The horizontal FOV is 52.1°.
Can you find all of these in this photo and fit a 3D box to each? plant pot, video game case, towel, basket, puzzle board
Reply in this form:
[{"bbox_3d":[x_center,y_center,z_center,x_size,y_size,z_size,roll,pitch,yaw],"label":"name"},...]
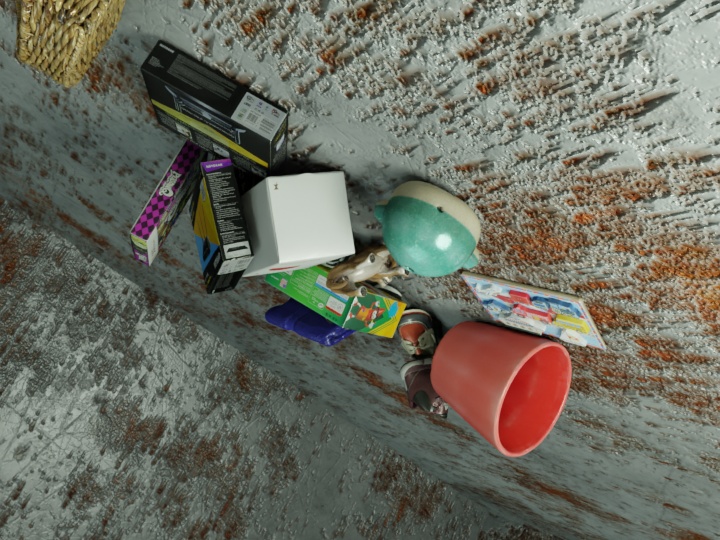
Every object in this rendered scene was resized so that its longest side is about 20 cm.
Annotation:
[{"bbox_3d":[0.226,0.182,1.235,0.176,0.202,0.200,24,164,45],"label":"plant pot"},{"bbox_3d":[-0.315,-0.118,1.221,0.035,0.202,0.181,29,162,-8],"label":"video game case"},{"bbox_3d":[-0.087,0.098,1.543,0.198,0.147,0.050,15,127,41],"label":"towel"},{"bbox_3d":[-0.365,-0.316,0.851,0.148,0.144,0.199,35,162,-20],"label":"basket"},{"bbox_3d":[0.260,0.064,1.115,0.198,0.018,0.151,15,157,40],"label":"puzzle board"}]

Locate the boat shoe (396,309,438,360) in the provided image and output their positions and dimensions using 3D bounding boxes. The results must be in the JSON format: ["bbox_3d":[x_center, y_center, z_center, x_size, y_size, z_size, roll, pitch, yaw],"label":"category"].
[{"bbox_3d":[0.110,0.133,1.407,0.070,0.064,0.200,-10,152,12],"label":"boat shoe"}]

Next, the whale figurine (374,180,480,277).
[{"bbox_3d":[0.081,-0.035,0.982,0.157,0.105,0.200,28,163,1],"label":"whale figurine"}]

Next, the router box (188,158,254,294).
[{"bbox_3d":[-0.217,-0.061,1.127,0.050,0.152,0.200,-11,168,-21],"label":"router box"}]

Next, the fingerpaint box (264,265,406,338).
[{"bbox_3d":[-0.044,0.040,1.308,0.198,0.074,0.166,28,-175,34],"label":"fingerpaint box"}]

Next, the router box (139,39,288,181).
[{"bbox_3d":[-0.196,-0.212,1.020,0.198,0.053,0.157,29,163,1],"label":"router box"}]

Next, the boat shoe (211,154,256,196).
[{"bbox_3d":[-0.208,-0.151,1.189,0.071,0.061,0.202,28,162,6],"label":"boat shoe"}]

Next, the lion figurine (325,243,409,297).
[{"bbox_3d":[0.000,0.000,1.151,0.121,0.074,0.198,-7,-177,41],"label":"lion figurine"}]

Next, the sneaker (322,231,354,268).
[{"bbox_3d":[-0.040,-0.041,1.225,0.088,0.075,0.199,30,172,-23],"label":"sneaker"}]

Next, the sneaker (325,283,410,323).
[{"bbox_3d":[0.012,0.078,1.407,0.198,0.091,0.070,4,146,48],"label":"sneaker"}]

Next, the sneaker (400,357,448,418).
[{"bbox_3d":[0.174,0.215,1.382,0.197,0.118,0.075,-20,150,23],"label":"sneaker"}]

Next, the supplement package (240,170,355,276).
[{"bbox_3d":[-0.106,-0.065,1.095,0.119,0.122,0.199,-8,177,-24],"label":"supplement package"}]

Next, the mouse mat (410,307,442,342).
[{"bbox_3d":[0.078,0.092,1.496,0.197,0.008,0.161,25,162,19],"label":"mouse mat"}]
